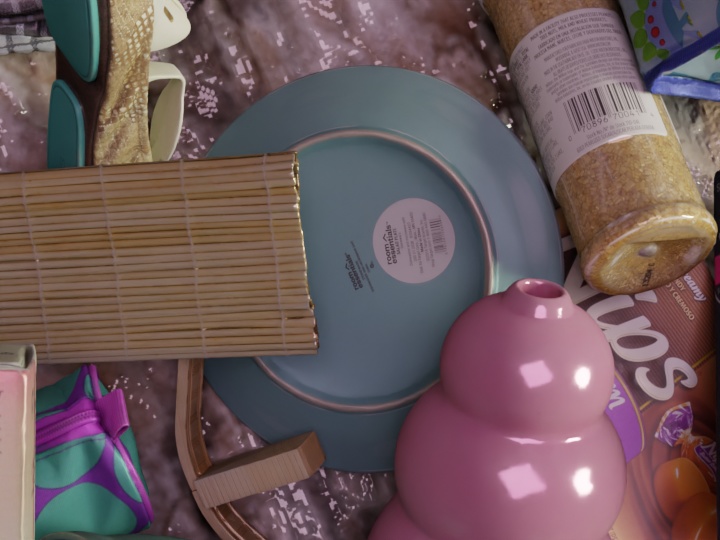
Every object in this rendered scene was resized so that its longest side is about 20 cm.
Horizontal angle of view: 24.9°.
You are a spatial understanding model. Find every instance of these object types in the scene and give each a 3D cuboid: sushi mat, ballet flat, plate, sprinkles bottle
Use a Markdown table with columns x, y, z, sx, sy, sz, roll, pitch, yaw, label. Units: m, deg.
| x | y | z | sx | sy | sz | roll | pitch | yaw | label |
| --- | --- | --- | --- | --- | --- | --- | --- | --- | --- |
| -0.116 | -0.002 | 0.767 | 0.198 | 0.012 | 0.097 | -3 | 107 | 18 | sushi mat |
| -0.114 | -0.099 | 0.764 | 0.065 | 0.201 | 0.071 | -20 | 54 | -26 | ballet flat |
| 0.000 | 0.000 | 0.799 | 0.198 | 0.026 | 0.203 | 0 | 92 | 12 | plate |
| 0.111 | -0.088 | 0.805 | 0.068 | 0.068 | 0.202 | -11 | 60 | -9 | sprinkles bottle |

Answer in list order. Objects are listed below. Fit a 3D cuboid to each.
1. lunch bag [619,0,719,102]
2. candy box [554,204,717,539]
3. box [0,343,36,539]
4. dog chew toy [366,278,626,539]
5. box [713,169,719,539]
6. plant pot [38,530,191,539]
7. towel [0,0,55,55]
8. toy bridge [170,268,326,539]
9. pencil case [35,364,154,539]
| x | y | z | sx | sy | sz | roll | pitch | yaw | label |
| --- | --- | --- | --- | --- | --- | --- | --- | --- | --- |
| 0.210 | -0.175 | 0.823 | 0.199 | 0.127 | 0.172 | -1 | 66 | -40 | lunch bag |
| 0.139 | 0.060 | 0.832 | 0.116 | 0.056 | 0.202 | -25 | 88 | -10 | candy box |
| -0.196 | 0.132 | 0.660 | 0.126 | 0.109 | 0.202 | 0 | 92 | -11 | box |
| 0.066 | 0.101 | 0.748 | 0.123 | 0.125 | 0.202 | 4 | 111 | -8 | dog chew toy |
| 0.245 | 0.038 | 0.775 | 0.105 | 0.122 | 0.202 | 24 | 57 | -31 | box |
| -0.068 | 0.212 | 0.728 | 0.133 | 0.200 | 0.203 | -1 | 82 | -36 | plant pot |
| -0.193 | -0.208 | 0.804 | 0.164 | 0.086 | 0.202 | -3 | 83 | -8 | towel |
| -0.050 | 0.098 | 0.798 | 0.067 | 0.027 | 0.202 | -19 | 99 | 23 | toy bridge |
| -0.200 | 0.111 | 0.757 | 0.198 | 0.093 | 0.086 | -18 | 60 | -12 | pencil case |
